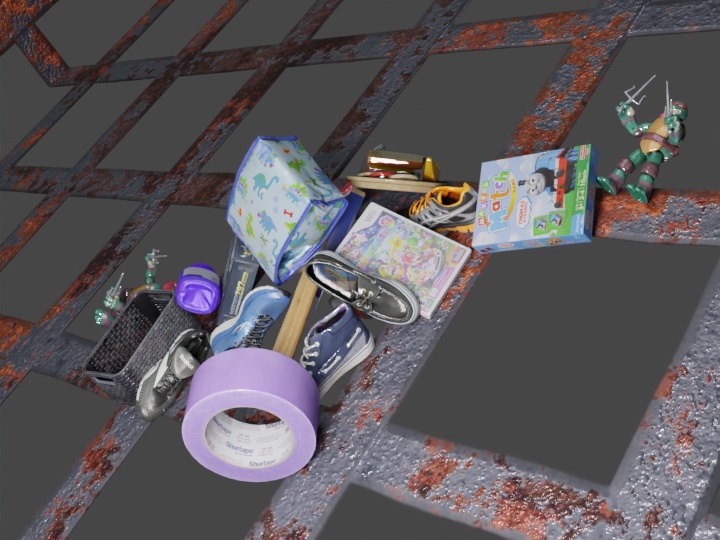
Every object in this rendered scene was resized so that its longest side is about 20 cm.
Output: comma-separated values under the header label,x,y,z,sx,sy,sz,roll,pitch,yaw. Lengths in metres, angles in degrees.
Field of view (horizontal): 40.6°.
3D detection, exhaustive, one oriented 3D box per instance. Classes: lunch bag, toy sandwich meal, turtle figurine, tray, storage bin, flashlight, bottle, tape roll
label,x,y,z,sx,sy,sz,roll,pitch,yaw
lunch bag,-0.139,-0.101,1.668,0.171,0.126,0.201,50,122,24
toy sandwich meal,0.067,-0.180,1.753,0.203,0.203,0.072,10,97,46
turtle figurine,0.453,-0.206,1.505,0.202,0.100,0.149,-59,20,-5
tray,-0.119,0.109,1.627,0.099,0.036,0.202,116,173,-49
storage bin,-0.407,0.142,1.826,0.134,0.094,0.202,-1,48,42
flashlight,-0.021,-0.163,1.887,0.198,0.068,0.068,-34,35,1
bottle,-0.305,0.028,1.842,0.200,0.082,0.067,-126,51,-76
tape roll,-0.160,0.215,1.437,0.197,0.201,0.086,-21,35,19
turtle figurine,-0.456,0.048,1.968,0.199,0.101,0.150,-26,14,42

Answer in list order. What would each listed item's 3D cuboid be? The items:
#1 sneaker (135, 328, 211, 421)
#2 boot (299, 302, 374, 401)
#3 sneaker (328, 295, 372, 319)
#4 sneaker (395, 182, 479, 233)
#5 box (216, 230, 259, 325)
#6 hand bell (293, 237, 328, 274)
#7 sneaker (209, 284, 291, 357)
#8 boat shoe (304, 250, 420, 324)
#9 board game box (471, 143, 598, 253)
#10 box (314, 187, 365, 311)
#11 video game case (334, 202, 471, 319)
label,x,y,z,sx,sy,sz,roll,pitch,yaw
sneaker,-0.327,0.177,1.727,0.090,0.066,0.201,-26,26,55
boot,-0.074,0.141,1.549,0.200,0.091,0.073,-42,35,-10
sneaker,0.000,0.000,1.671,0.096,0.071,0.203,-8,44,30
sneaker,0.131,-0.107,1.682,0.197,0.078,0.079,-11,42,34
box,-0.223,-0.017,1.820,0.050,0.159,0.202,12,38,-10
hand bell,-0.149,-0.101,1.804,0.103,0.201,0.105,-21,36,16
sneaker,-0.184,0.106,1.687,0.200,0.078,0.090,-46,41,27
boat shoe,-0.001,0.033,1.546,0.198,0.070,0.057,27,23,15
board game box,0.277,-0.112,1.552,0.197,0.036,0.154,-7,65,39
box,-0.048,-0.037,1.727,0.032,0.122,0.202,22,52,-1
video game case,0.064,-0.020,1.605,0.198,0.018,0.144,26,63,20
